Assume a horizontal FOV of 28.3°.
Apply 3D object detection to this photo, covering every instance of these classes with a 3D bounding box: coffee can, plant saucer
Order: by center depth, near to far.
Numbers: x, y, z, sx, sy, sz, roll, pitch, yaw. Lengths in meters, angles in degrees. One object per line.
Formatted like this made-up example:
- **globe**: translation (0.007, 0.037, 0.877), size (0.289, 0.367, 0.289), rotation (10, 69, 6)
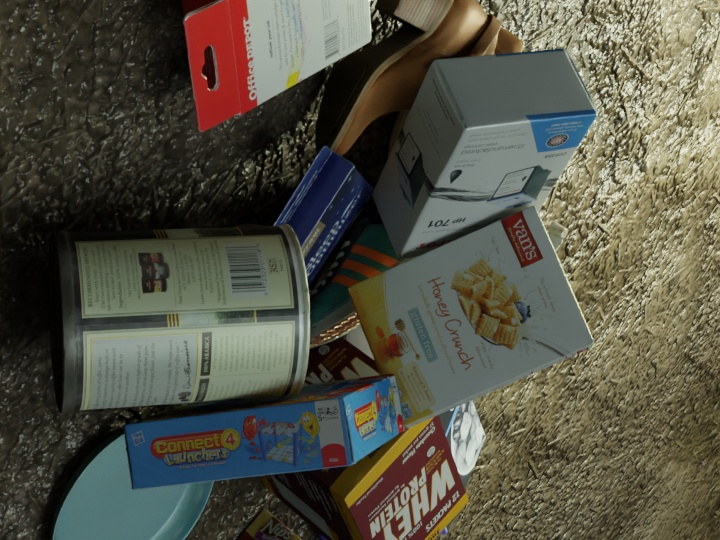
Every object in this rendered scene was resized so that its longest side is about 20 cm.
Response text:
- **coffee can**: translation (-0.154, 0.038, 1.183), size (0.197, 0.147, 0.148), rotation (-2, 122, -16)
- **plant saucer**: translation (-0.227, 0.226, 1.408), size (0.199, 0.027, 0.202), rotation (-30, 136, -34)

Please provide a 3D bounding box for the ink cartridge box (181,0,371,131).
- **ink cartridge box**: translation (-0.084, -0.215, 1.209), size (0.199, 0.067, 0.117), rotation (-33, 138, -31)

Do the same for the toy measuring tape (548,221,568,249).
- **toy measuring tape**: translation (0.174, 0.009, 1.695), size (0.201, 0.073, 0.074), rotation (-50, 144, -11)

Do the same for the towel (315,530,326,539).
- **towel**: translation (0.021, 0.310, 1.759), size (0.148, 0.049, 0.201), rotation (-43, 141, -14)

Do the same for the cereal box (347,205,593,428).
- **cereal box**: translation (0.104, 0.044, 1.353), size (0.198, 0.146, 0.040), rotation (-24, 168, 4)

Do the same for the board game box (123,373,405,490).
- **board game box**: translation (-0.079, 0.139, 1.258), size (0.196, 0.197, 0.057), rotation (-6, 87, -76)

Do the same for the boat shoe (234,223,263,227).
- **boat shoe**: translation (-0.150, 0.034, 1.318), size (0.200, 0.071, 0.065), rotation (-42, 138, -31)

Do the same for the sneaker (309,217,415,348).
- **sneaker**: translation (0.000, 0.000, 1.433), size (0.199, 0.080, 0.071), rotation (-35, 166, -8)

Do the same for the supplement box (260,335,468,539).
- **supplement box**: translation (-0.016, 0.186, 1.482), size (0.133, 0.199, 0.198), rotation (-43, 143, -18)

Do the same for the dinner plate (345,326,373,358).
- **dinner plate**: translation (0.080, 0.066, 1.518), size (0.197, 0.024, 0.202), rotation (-11, 127, -14)

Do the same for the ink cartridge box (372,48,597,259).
- **ink cartridge box**: translation (0.112, -0.108, 1.342), size (0.144, 0.087, 0.201), rotation (-9, 148, -24)

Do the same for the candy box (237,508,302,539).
- **candy box**: translation (-0.057, 0.366, 1.644), size (0.057, 0.116, 0.201), rotation (-47, 143, -13)

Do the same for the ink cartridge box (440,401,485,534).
- **ink cartridge box**: translation (0.082, 0.223, 1.703), size (0.202, 0.043, 0.199), rotation (-63, 149, -31)

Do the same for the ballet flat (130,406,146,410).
- **ballet flat**: translation (-0.154, 0.094, 1.360), size (0.198, 0.067, 0.069), rotation (-18, 133, -43)

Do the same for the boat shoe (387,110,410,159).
- **boat shoe**: translation (0.077, -0.142, 1.458), size (0.073, 0.069, 0.202), rotation (-26, 134, -36)

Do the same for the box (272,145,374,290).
- **box**: translation (-0.040, -0.045, 1.354), size (0.122, 0.032, 0.200), rotation (-58, 170, 0)

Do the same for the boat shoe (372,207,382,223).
- **boat shoe**: translation (0.023, 0.014, 1.512), size (0.072, 0.072, 0.203), rotation (-17, 125, -31)

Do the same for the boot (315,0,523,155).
- **boot**: translation (0.056, -0.172, 1.360), size (0.154, 0.077, 0.202), rotation (24, 97, -31)
